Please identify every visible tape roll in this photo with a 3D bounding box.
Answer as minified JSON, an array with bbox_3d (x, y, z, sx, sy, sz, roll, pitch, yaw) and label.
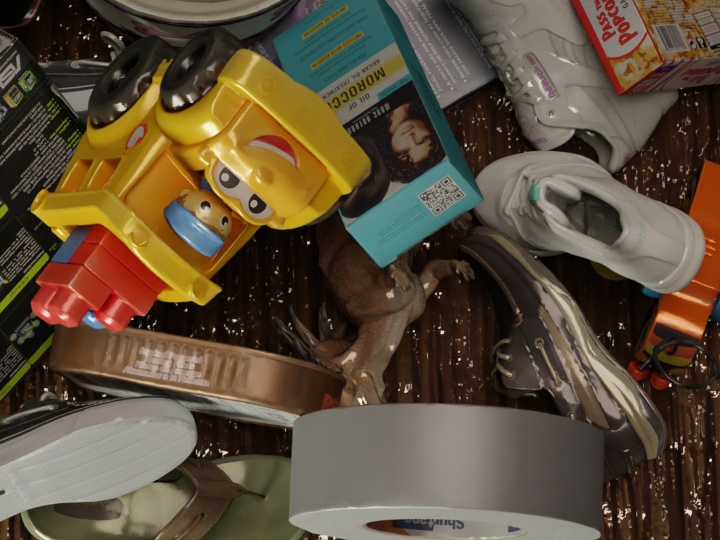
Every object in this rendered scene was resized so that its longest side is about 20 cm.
[{"bbox_3d":[0.055,0.133,1.444,0.199,0.200,0.066,3,76,-3],"label":"tape roll"}]

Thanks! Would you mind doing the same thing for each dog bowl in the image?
[{"bbox_3d":[-0.116,-0.236,1.572,0.199,0.074,0.201,3,63,-5],"label":"dog bowl"}]

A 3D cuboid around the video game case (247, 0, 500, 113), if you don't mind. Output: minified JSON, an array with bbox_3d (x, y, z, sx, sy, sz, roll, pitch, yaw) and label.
[{"bbox_3d":[0.010,-0.165,1.609,0.200,0.019,0.143,-31,80,-10],"label":"video game case"}]

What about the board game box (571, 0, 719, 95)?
[{"bbox_3d":[0.195,-0.223,1.576,0.151,0.046,0.201,-9,70,-47],"label":"board game box"}]

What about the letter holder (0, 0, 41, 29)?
[{"bbox_3d":[-0.316,-0.199,1.506,0.199,0.101,0.143,10,74,33],"label":"letter holder"}]

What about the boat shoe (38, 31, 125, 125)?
[{"bbox_3d":[-0.169,-0.121,1.561,0.198,0.074,0.068,-6,59,6],"label":"boat shoe"}]

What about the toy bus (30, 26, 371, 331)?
[{"bbox_3d":[-0.118,-0.039,1.407,0.136,0.200,0.192,44,68,-25],"label":"toy bus"}]

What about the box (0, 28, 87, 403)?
[{"bbox_3d":[-0.248,-0.024,1.476,0.047,0.193,0.200,27,71,42],"label":"box"}]

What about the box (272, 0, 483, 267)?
[{"bbox_3d":[0.008,-0.101,1.496,0.082,0.049,0.200,-33,45,11],"label":"box"}]

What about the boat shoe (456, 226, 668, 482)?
[{"bbox_3d":[0.123,0.058,1.533,0.073,0.075,0.200,-37,76,-6],"label":"boat shoe"}]

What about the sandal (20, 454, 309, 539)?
[{"bbox_3d":[-0.126,0.158,1.497,0.200,0.057,0.080,-1,72,-2],"label":"sandal"}]

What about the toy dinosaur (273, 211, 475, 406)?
[{"bbox_3d":[0.000,0.000,1.541,0.086,0.135,0.201,28,45,-38],"label":"toy dinosaur"}]

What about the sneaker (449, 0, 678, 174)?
[{"bbox_3d":[0.125,-0.143,1.567,0.200,0.075,0.100,33,82,-13],"label":"sneaker"}]

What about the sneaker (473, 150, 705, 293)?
[{"bbox_3d":[0.133,-0.044,1.502,0.088,0.200,0.076,19,91,-42],"label":"sneaker"}]

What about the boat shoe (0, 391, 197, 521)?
[{"bbox_3d":[-0.207,0.111,1.473,0.199,0.072,0.071,-15,42,-1],"label":"boat shoe"}]

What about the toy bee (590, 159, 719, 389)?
[{"bbox_3d":[0.210,0.023,1.545,0.131,0.109,0.200,38,51,13],"label":"toy bee"}]

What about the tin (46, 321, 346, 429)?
[{"bbox_3d":[-0.109,0.069,1.482,0.199,0.112,0.042,9,75,14],"label":"tin"}]
